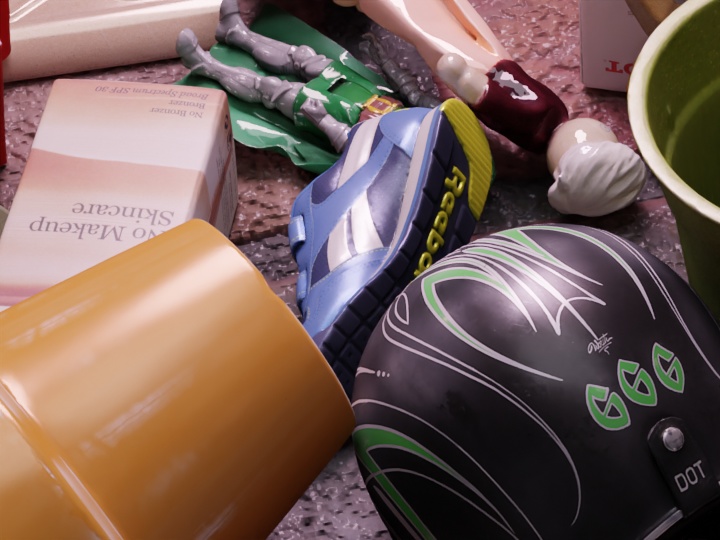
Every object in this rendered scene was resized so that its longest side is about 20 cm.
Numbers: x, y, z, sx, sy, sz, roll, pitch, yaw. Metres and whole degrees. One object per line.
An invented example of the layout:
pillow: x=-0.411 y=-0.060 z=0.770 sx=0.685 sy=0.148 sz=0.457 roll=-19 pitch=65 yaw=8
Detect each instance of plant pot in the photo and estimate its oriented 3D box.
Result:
plant pot: x=-0.109 y=0.080 z=1.391 sx=0.183 sy=0.201 sz=0.200 roll=-38 pitch=52 yaw=-10
plant pot: x=0.232 y=-0.017 z=1.479 sx=0.199 sy=0.191 sz=0.201 roll=-3 pitch=47 yaw=3

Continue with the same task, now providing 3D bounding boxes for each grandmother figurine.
grandmother figurine: x=0.074 y=-0.102 z=1.640 sx=0.200 sy=0.061 sz=0.121 roll=42 pitch=21 yaw=17

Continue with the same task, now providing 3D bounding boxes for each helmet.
helmet: x=0.088 y=0.072 z=1.423 sx=0.200 sy=0.200 sz=0.191 roll=-31 pitch=68 yaw=-22

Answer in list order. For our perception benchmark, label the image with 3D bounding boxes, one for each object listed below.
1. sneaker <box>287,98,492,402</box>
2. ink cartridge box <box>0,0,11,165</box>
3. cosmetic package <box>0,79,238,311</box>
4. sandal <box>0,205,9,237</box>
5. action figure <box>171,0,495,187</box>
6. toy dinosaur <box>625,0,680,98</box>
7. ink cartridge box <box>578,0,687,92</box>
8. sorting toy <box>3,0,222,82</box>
sneaker: x=0.000 y=0.000 z=1.569 sx=0.082 sy=0.074 sz=0.201 roll=3 pitch=55 yaw=35
ink cartridge box: x=-0.260 y=-0.086 z=1.641 sx=0.199 sy=0.116 sz=0.067 roll=-31 pitch=66 yaw=-21
cosmetic package: x=-0.132 y=0.000 z=1.573 sx=0.103 sy=0.088 sz=0.201 roll=4 pitch=47 yaw=8
sandal: x=-0.250 y=-0.024 z=1.550 sx=0.057 sy=0.200 sz=0.080 roll=-11 pitch=67 yaw=45
action figure: x=-0.008 y=-0.091 z=1.674 sx=0.199 sy=0.055 sz=0.118 roll=27 pitch=52 yaw=23
toy dinosaur: x=0.180 y=-0.117 z=1.630 sx=0.200 sy=0.106 sz=0.060 roll=37 pitch=33 yaw=-9
ink cartridge box: x=0.204 y=-0.210 z=1.660 sx=0.146 sy=0.201 sz=0.146 roll=9 pitch=46 yaw=14
sorting toy: x=-0.175 y=-0.204 z=1.788 sx=0.184 sy=0.037 sz=0.201 roll=-8 pitch=63 yaw=-2
